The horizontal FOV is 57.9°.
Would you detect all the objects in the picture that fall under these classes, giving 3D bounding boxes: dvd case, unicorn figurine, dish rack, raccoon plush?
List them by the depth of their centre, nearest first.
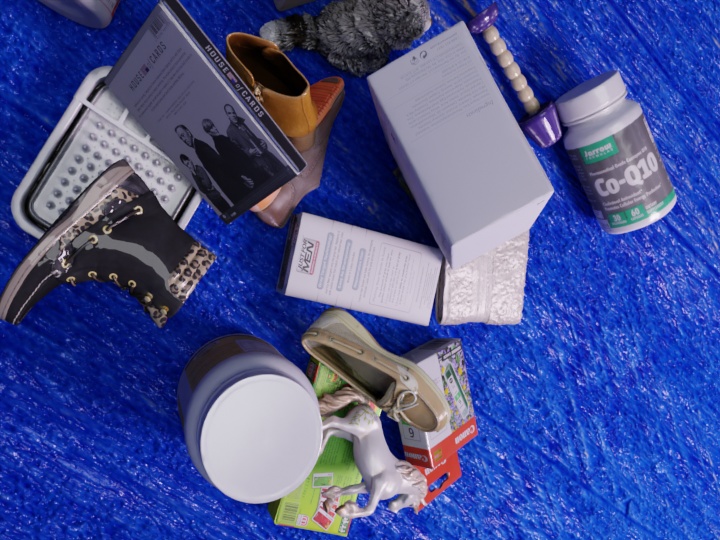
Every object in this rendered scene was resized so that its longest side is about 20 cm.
[{"bbox_3d":[-0.163,-0.153,0.670,0.201,0.149,0.025,51,48,-15],"label":"dvd case"},{"bbox_3d":[-0.268,-0.101,0.731,0.170,0.043,0.203,32,82,-19],"label":"dish rack"},{"bbox_3d":[-0.010,-0.281,0.765,0.196,0.134,0.099,-23,102,-17],"label":"raccoon plush"},{"bbox_3d":[0.010,0.236,0.782,0.135,0.073,0.205,-17,94,-29],"label":"unicorn figurine"}]

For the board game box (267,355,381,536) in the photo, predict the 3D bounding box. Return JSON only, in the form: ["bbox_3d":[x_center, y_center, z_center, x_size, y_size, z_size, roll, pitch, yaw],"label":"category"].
[{"bbox_3d":[-0.041,0.222,0.830,0.099,0.047,0.205,17,88,-21],"label":"board game box"}]

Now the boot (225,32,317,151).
[{"bbox_3d":[-0.130,-0.209,0.692,0.198,0.144,0.072,30,77,9],"label":"boot"}]

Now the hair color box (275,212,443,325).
[{"bbox_3d":[0.000,0.000,0.826,0.195,0.060,0.102,14,88,-21],"label":"hair color box"}]

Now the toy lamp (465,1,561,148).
[{"bbox_3d":[0.214,-0.262,0.892,0.058,0.058,0.202,-36,102,-14],"label":"toy lamp"}]

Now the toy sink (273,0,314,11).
[{"bbox_3d":[-0.034,-0.389,0.717,0.128,0.199,0.115,-24,101,-16],"label":"toy sink"}]

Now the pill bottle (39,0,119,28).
[{"bbox_3d":[-0.276,-0.373,0.675,0.112,0.114,0.204,24,85,-19],"label":"pill bottle"}]

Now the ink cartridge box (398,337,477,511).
[{"bbox_3d":[0.104,0.203,0.859,0.108,0.050,0.205,-19,100,-44],"label":"ink cartridge box"}]

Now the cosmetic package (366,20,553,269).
[{"bbox_3d":[0.110,-0.126,0.743,0.121,0.199,0.203,-28,80,4],"label":"cosmetic package"}]

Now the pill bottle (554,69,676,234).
[{"bbox_3d":[0.356,-0.166,0.917,0.112,0.113,0.203,-33,103,-15],"label":"pill bottle"}]

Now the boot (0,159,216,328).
[{"bbox_3d":[-0.262,0.006,0.684,0.150,0.073,0.202,42,75,-17],"label":"boot"}]

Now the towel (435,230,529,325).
[{"bbox_3d":[0.168,-0.028,0.876,0.129,0.034,0.206,2,93,-18],"label":"towel"}]

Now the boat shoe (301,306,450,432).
[{"bbox_3d":[0.018,0.129,0.772,0.200,0.073,0.063,42,40,4],"label":"boat shoe"}]

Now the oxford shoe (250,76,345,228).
[{"bbox_3d":[-0.073,-0.147,0.798,0.202,0.071,0.073,-58,136,-11],"label":"oxford shoe"}]

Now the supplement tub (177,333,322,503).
[{"bbox_3d":[-0.125,0.155,0.715,0.142,0.199,0.150,-1,94,-19],"label":"supplement tub"}]

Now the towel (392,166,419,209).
[{"bbox_3d":[0.151,-0.106,0.894,0.144,0.023,0.200,-46,107,-11],"label":"towel"}]
